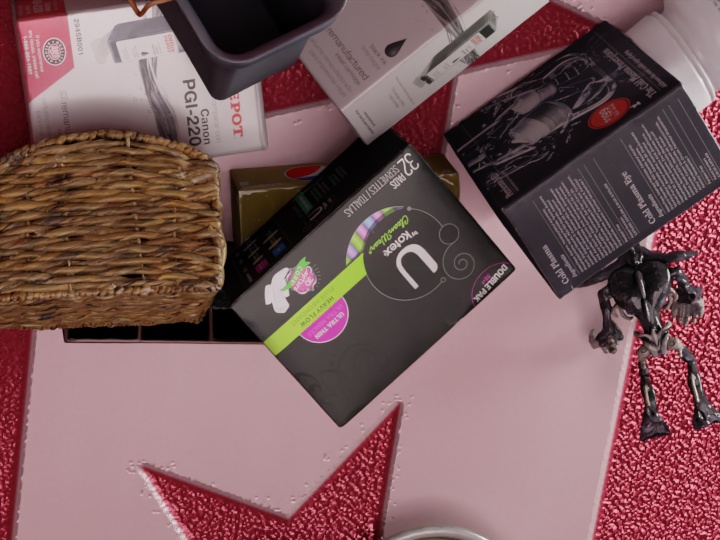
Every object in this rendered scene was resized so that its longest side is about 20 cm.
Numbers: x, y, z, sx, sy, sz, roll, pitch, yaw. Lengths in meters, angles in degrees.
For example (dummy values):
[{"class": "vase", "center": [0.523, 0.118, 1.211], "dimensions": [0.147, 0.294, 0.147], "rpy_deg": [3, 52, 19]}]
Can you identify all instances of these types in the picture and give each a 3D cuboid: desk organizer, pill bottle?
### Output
[{"class": "desk organizer", "center": [-0.165, 0.020, 1.770], "dimensions": [0.198, 0.077, 0.072], "rpy_deg": [1, 111, -12]}, {"class": "pill bottle", "center": [0.337, -0.227, 1.763], "dimensions": [0.199, 0.113, 0.114], "rpy_deg": [-36, 113, 3]}]

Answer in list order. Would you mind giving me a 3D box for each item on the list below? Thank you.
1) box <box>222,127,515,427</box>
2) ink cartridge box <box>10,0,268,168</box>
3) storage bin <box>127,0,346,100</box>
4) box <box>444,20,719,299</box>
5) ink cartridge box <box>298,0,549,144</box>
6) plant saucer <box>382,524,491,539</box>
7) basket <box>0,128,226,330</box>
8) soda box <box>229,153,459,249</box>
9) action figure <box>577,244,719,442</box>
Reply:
[{"class": "box", "center": [0.000, 0.000, 1.698], "dimensions": [0.200, 0.124, 0.149], "rpy_deg": [-42, 108, 1]}, {"class": "ink cartridge box", "center": [-0.184, -0.165, 1.694], "dimensions": [0.198, 0.085, 0.147], "rpy_deg": [-10, 112, -10]}, {"class": "storage bin", "center": [-0.118, -0.230, 1.571], "dimensions": [0.145, 0.134, 0.201], "rpy_deg": [-28, 78, -17]}, {"class": "box", "center": [0.192, -0.100, 1.733], "dimensions": [0.181, 0.200, 0.104], "rpy_deg": [-36, 115, 2]}, {"class": "ink cartridge box", "center": [0.034, -0.229, 1.673], "dimensions": [0.199, 0.147, 0.083], "rpy_deg": [-39, 157, 3]}, {"class": "plant saucer", "center": [0.061, 0.328, 1.949], "dimensions": [0.198, 0.050, 0.202], "rpy_deg": [-4, 112, -11]}, {"class": "basket", "center": [-0.217, -0.033, 1.661], "dimensions": [0.198, 0.149, 0.144], "rpy_deg": [-3, 80, -11]}, {"class": "soda box", "center": [-0.013, -0.057, 1.780], "dimensions": [0.198, 0.064, 0.068], "rpy_deg": [-5, 110, -10]}, {"class": "action figure", "center": [0.268, 0.052, 1.865], "dimensions": [0.118, 0.102, 0.202], "rpy_deg": [-14, 87, 3]}]
